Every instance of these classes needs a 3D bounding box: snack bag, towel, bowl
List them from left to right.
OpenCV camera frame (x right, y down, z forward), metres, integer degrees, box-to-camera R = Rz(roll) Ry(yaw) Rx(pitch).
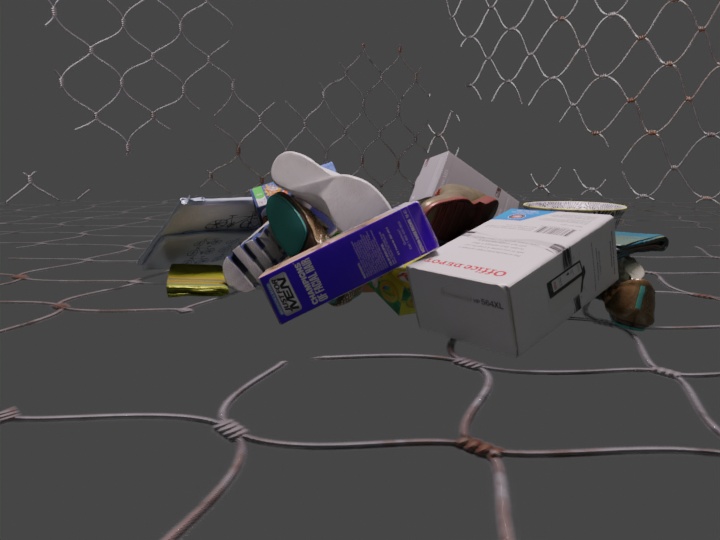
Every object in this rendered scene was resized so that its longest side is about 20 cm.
[{"bbox_3d":[-0.246,0.014,0.993,0.085,0.018,0.200,3,9,-15],"label":"towel"},{"bbox_3d":[-0.237,-0.060,1.054,0.187,0.022,0.200,-8,-23,-43],"label":"snack bag"},{"bbox_3d":[0.427,-0.086,1.327,0.198,0.095,0.201,1,11,0],"label":"bowl"},{"bbox_3d":[0.282,-0.039,0.872,0.146,0.022,0.199,-9,12,-42],"label":"towel"}]

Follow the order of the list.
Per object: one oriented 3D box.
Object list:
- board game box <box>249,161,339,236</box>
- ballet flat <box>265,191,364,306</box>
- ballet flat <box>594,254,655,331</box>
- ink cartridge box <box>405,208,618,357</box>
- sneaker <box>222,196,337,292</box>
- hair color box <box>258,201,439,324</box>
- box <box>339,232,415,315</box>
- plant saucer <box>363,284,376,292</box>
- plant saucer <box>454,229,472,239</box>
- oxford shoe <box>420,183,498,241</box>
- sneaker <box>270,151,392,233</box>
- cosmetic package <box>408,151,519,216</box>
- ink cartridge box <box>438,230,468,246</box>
[{"bbox_3d":[-0.100,-0.089,1.068,0.134,0.035,0.200,-21,-21,-10],"label":"board game box"},{"bbox_3d":[-0.061,-0.031,0.904,0.065,0.071,0.201,-5,53,-45],"label":"ballet flat"},{"bbox_3d":[0.326,0.016,0.828,0.067,0.073,0.200,13,12,7],"label":"ballet flat"},{"bbox_3d":[0.172,0.004,0.740,0.199,0.085,0.145,-28,25,-33],"label":"ink cartridge box"},{"bbox_3d":[-0.129,-0.044,0.998,0.199,0.081,0.115,-37,11,-14],"label":"sneaker"},{"bbox_3d":[-0.016,-0.013,0.776,0.199,0.065,0.109,-28,6,-1],"label":"hair color box"},{"bbox_3d":[0.065,-0.002,0.881,0.116,0.049,0.200,-7,29,-28],"label":"box"},{"bbox_3d":[0.000,0.000,1.011,0.198,0.038,0.200,0,11,0],"label":"plant saucer"},{"bbox_3d":[0.220,-0.016,0.929,0.198,0.036,0.200,13,25,-6],"label":"plant saucer"},{"bbox_3d":[0.132,-0.093,0.994,0.075,0.071,0.199,37,24,27],"label":"oxford shoe"},{"bbox_3d":[-0.027,-0.097,0.911,0.199,0.076,0.088,35,2,16],"label":"sneaker"},{"bbox_3d":[0.203,-0.132,1.283,0.199,0.108,0.090,29,-17,-27],"label":"cosmetic package"},{"bbox_3d":[0.125,-0.042,1.011,0.119,0.042,0.200,-8,39,-42],"label":"ink cartridge box"}]
